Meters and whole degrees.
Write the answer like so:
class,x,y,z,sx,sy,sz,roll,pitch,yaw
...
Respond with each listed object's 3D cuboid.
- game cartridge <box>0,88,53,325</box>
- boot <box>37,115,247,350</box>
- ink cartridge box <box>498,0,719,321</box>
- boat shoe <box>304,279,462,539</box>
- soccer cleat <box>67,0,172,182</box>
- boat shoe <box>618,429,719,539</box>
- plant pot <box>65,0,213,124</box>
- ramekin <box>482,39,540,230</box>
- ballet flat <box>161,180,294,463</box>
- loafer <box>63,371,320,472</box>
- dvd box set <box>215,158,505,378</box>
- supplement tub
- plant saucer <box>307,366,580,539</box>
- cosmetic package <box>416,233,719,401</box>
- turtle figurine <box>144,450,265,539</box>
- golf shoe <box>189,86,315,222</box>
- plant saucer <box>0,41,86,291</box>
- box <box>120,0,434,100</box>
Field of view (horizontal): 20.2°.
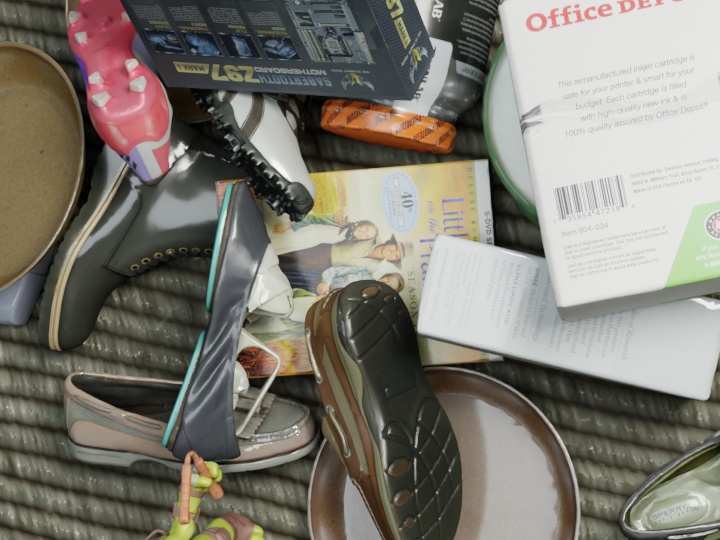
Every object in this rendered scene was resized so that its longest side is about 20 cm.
class,x,y,z,sx,sy,sz,roll,pitch,yaw
game cartridge,-0.297,-0.061,1.569,0.133,0.040,0.201,5,87,15
boot,-0.148,-0.010,1.502,0.138,0.077,0.201,25,106,3
ink cartridge box,0.177,-0.082,1.277,0.145,0.084,0.201,-11,81,7
boat shoe,0.013,0.106,1.404,0.074,0.076,0.201,-11,94,49
soccer cleat,-0.170,-0.142,1.460,0.066,0.077,0.200,-18,36,0
boat shoe,0.264,0.135,1.352,0.200,0.066,0.072,-29,77,13
plant pot,-0.129,-0.208,1.532,0.199,0.027,0.201,-2,84,17
ramekin,0.179,-0.106,1.384,0.199,0.098,0.201,-2,85,18
ballet flat,-0.084,0.040,1.408,0.073,0.073,0.201,15,92,19
loafer,-0.129,0.106,1.472,0.199,0.072,0.063,-2,116,20
dvd box set,0.000,0.000,1.445,0.199,0.029,0.147,-4,91,7
supplement tub,0.037,-0.190,1.426,0.122,0.122,0.201,10,88,18
plant saucer,0.061,0.169,1.432,0.199,0.032,0.201,-1,86,18
cosmetic package,0.140,0.032,1.362,0.199,0.102,0.074,12,88,2
turtle figurine,-0.128,0.224,1.421,0.064,0.161,0.201,8,88,18
golf shoe,-0.065,-0.122,1.429,0.094,0.078,0.200,-28,55,-5
plant saucer,-0.274,-0.070,1.506,0.200,0.035,0.201,-9,72,30
box,-0.067,-0.185,1.324,0.199,0.158,0.051,6,52,30
